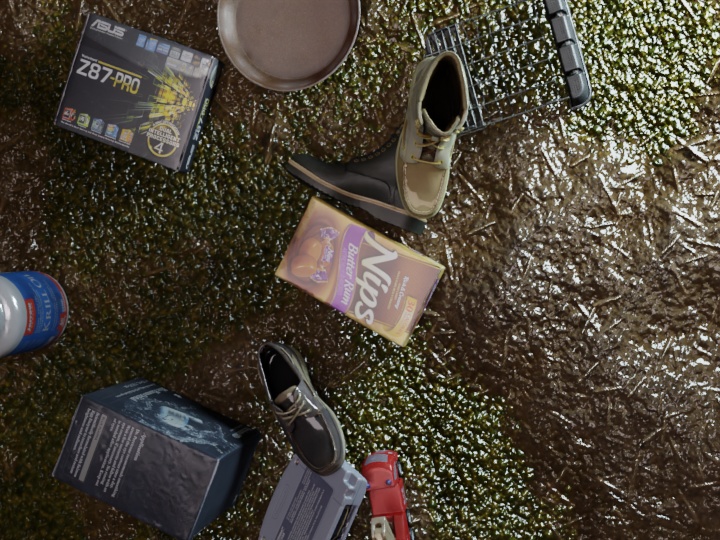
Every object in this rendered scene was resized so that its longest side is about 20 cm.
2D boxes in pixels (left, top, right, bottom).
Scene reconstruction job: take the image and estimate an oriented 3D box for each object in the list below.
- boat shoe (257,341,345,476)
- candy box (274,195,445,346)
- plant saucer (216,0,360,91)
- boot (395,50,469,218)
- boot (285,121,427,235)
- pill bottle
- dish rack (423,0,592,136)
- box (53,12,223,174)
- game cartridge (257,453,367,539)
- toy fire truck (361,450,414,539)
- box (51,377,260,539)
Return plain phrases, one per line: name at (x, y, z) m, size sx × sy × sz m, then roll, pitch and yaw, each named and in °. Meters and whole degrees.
boat shoe at (-0.088, 0.178, 1.406) m, size 0.074 × 0.073 × 0.201 m, roll -39°, pitch 58°, yaw 10°
candy box at (0.000, 0.000, 1.427) m, size 0.198 × 0.056 × 0.118 m, roll 28°, pitch 96°, yaw 7°
plant saucer at (-0.094, -0.340, 1.442) m, size 0.196 × 0.034 × 0.205 m, roll 0°, pitch 92°, yaw 10°
boot at (0.087, -0.160, 1.305) m, size 0.071 × 0.155 × 0.204 m, roll 6°, pitch 97°, yaw -4°
boot at (0.013, -0.148, 1.416) m, size 0.197 × 0.077 × 0.141 m, roll 23°, pitch 92°, yaw -4°
pill bottle at (-0.482, 0.060, 1.447) m, size 0.110 × 0.200 × 0.115 m, roll 1°, pitch 93°, yaw 10°
dish rack at (0.184, -0.262, 1.383) m, size 0.196 × 0.054 × 0.156 m, roll -16°, pitch 88°, yaw 13°
box at (-0.303, -0.242, 1.478) m, size 0.197 × 0.049 × 0.164 m, roll 21°, pitch 93°, yaw 10°
game cartridge at (-0.072, 0.330, 1.426) m, size 0.132 × 0.040 × 0.203 m, roll 32°, pitch 101°, yaw 45°
toy fire truck at (0.034, 0.343, 1.390) m, size 0.048 × 0.141 × 0.204 m, roll -10°, pitch 90°, yaw 10°
box at (-0.259, 0.240, 1.414) m, size 0.197 × 0.197 × 0.119 m, roll 23°, pitch 95°, yaw 9°
